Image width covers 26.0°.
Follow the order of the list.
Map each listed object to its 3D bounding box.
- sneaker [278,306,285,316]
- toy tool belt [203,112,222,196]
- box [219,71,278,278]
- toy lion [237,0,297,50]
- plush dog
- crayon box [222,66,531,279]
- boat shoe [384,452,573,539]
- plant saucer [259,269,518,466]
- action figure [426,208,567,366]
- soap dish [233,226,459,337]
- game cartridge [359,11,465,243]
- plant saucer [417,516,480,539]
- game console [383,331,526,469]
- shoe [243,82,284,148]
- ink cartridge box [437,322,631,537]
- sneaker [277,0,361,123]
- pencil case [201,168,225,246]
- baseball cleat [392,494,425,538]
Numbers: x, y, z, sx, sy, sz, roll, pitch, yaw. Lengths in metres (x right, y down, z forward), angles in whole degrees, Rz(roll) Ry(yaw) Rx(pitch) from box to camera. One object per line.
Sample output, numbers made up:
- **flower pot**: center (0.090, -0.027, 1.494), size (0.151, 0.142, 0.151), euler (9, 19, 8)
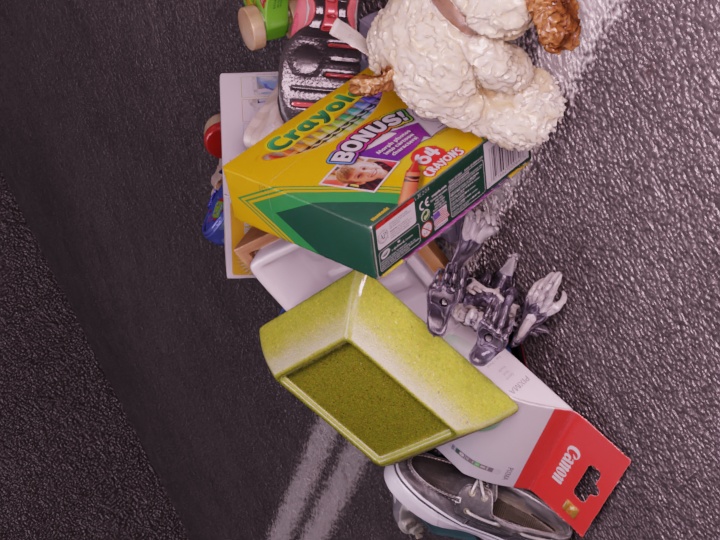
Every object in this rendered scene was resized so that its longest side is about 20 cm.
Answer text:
- **sneaker**: center (-0.025, -0.005, 1.655), size (0.201, 0.073, 0.083), euler (-52, 36, 22)
- **toy tool belt**: center (-0.117, -0.127, 1.763), size (0.200, 0.124, 0.124), euler (54, -161, -39)
- **box**: center (-0.089, -0.098, 1.573), size (0.201, 0.100, 0.113), euler (-97, 7, -48)
- **toy lion**: center (-0.105, -0.353, 1.587), size (0.200, 0.068, 0.193), euler (119, 131, -66)
- **plush dog**: center (0.081, -0.203, 1.188), size (0.201, 0.159, 0.172), euler (55, 131, 23)
- **crayon box**: center (0.015, -0.090, 1.306), size (0.172, 0.200, 0.059), euler (24, 137, 37)
- **boat shoe**: center (0.122, 0.224, 1.554), size (0.198, 0.072, 0.071), euler (26, 132, -7)
- **plant saucer**: center (0.013, 0.106, 1.432), size (0.199, 0.048, 0.200), euler (41, 146, -13)
- **action figure**: center (0.120, 0.016, 1.367), size (0.118, 0.103, 0.200), euler (34, -164, 6)
- **soap dish**: center (0.000, 0.000, 1.473), size (0.200, 0.156, 0.082), euler (49, -153, -37)
- **game cartridge**: center (0.047, -0.138, 1.470), size (0.133, 0.041, 0.202), euler (39, 147, 45)
- **plant saucer**: center (0.085, 0.258, 1.692), size (0.069, 0.019, 0.200), euler (7, 157, 20)
- **game console**: center (0.087, 0.133, 1.568), size (0.119, 0.170, 0.202), euler (-94, -10, -66)
- **shoe**: center (-0.062, -0.173, 1.516), size (0.201, 0.053, 0.071), euler (-67, -29, -51)
- **ink cartridge box**: center (0.143, 0.159, 1.458), size (0.200, 0.050, 0.162), euler (44, 149, 18)
- **sneaker**: center (-0.030, -0.217, 1.452), size (0.087, 0.073, 0.202), euler (100, 180, -79)
- **pencil case**: center (-0.082, -0.035, 1.707), size (0.199, 0.079, 0.087), euler (28, -175, -24)
- **baseball cleat**: center (0.062, 0.214, 1.808), size (0.201, 0.069, 0.107), euler (99, 150, -41)
